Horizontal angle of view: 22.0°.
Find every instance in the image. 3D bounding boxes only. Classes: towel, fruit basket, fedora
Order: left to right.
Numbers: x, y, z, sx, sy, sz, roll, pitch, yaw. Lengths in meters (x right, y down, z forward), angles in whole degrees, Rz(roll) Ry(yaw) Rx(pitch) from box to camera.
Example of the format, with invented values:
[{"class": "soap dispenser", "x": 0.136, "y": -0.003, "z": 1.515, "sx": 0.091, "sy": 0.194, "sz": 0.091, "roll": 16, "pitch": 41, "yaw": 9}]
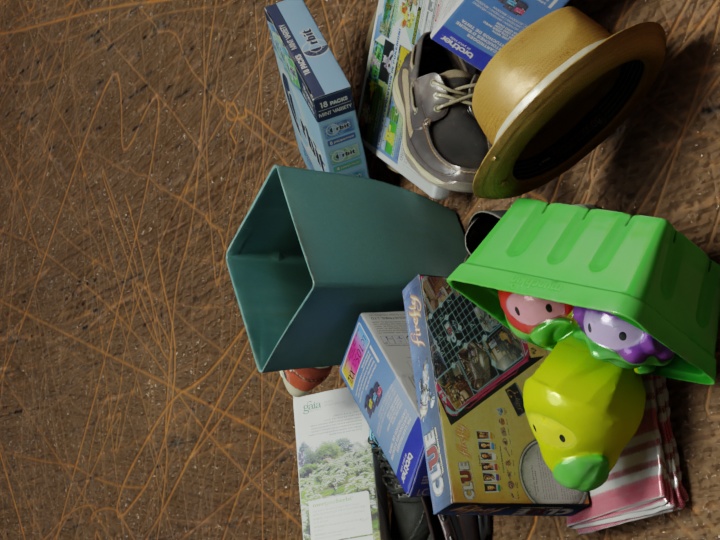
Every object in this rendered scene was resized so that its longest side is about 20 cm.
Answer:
[{"class": "fedora", "x": 0.152, "y": -0.144, "z": 1.477, "sx": 0.082, "sy": 0.200, "sz": 0.201, "roll": 52, "pitch": 138, "yaw": 18}, {"class": "fruit basket", "x": 0.172, "y": 0.062, "z": 1.451, "sx": 0.215, "sy": 0.155, "sz": 0.216, "roll": -25, "pitch": 48, "yaw": 32}, {"class": "towel", "x": 0.211, "y": 0.112, "z": 1.542, "sx": 0.146, "sy": 0.030, "sz": 0.201, "roll": -30, "pitch": 60, "yaw": 58}]

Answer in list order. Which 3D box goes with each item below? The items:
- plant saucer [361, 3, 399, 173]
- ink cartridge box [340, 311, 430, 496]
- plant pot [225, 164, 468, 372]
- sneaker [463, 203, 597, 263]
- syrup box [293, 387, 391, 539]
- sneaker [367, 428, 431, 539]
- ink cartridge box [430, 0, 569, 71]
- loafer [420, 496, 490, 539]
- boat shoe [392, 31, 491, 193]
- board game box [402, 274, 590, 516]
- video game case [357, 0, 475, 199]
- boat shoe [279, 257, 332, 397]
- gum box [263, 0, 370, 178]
[{"class": "plant saucer", "x": 0.058, "y": -0.195, "z": 1.837, "sx": 0.200, "sy": 0.029, "sz": 0.201, "roll": -5, "pitch": 84, "yaw": 61}, {"class": "ink cartridge box", "x": 0.083, "y": 0.125, "z": 1.646, "sx": 0.200, "sy": 0.136, "sz": 0.077, "roll": -122, "pitch": 39, "yaw": -46}, {"class": "plant pot", "x": 0.000, "y": 0.000, "z": 1.756, "sx": 0.141, "sy": 0.199, "sz": 0.142, "roll": -57, "pitch": 42, "yaw": 44}, {"class": "sneaker", "x": 0.119, "y": -0.019, "z": 1.632, "sx": 0.200, "sy": 0.106, "sz": 0.075, "roll": -29, "pitch": 63, "yaw": 58}, {"class": "syrup box", "x": -0.016, "y": 0.220, "z": 1.845, "sx": 0.082, "sy": 0.078, "sz": 0.201, "roll": 71, "pitch": -169, "yaw": -52}, {"class": "sneaker", "x": 0.040, "y": 0.180, "z": 1.800, "sx": 0.073, "sy": 0.082, "sz": 0.201, "roll": 17, "pitch": 105, "yaw": 58}, {"class": "ink cartridge box", "x": 0.137, "y": -0.260, "z": 1.582, "sx": 0.200, "sy": 0.076, "sz": 0.137, "roll": -43, "pitch": 19, "yaw": 53}, {"class": "loafer", "x": 0.086, "y": 0.283, "z": 1.728, "sx": 0.072, "sy": 0.063, "sz": 0.201, "roll": -22, "pitch": 69, "yaw": 60}, {"class": "boat shoe", "x": 0.072, "y": -0.142, "z": 1.621, "sx": 0.200, "sy": 0.074, "sz": 0.074, "roll": -113, "pitch": 26, "yaw": -49}, {"class": "board game box", "x": 0.113, "y": 0.105, "z": 1.556, "sx": 0.035, "sy": 0.135, "sz": 0.201, "roll": -42, "pitch": 49, "yaw": 54}, {"class": "video game case", "x": 0.056, "y": -0.193, "z": 1.788, "sx": 0.182, "sy": 0.022, "sz": 0.201, "roll": 41, "pitch": 126, "yaw": 55}, {"class": "boat shoe", "x": -0.051, "y": 0.033, "z": 1.843, "sx": 0.063, "sy": 0.071, "sz": 0.201, "roll": 118, "pitch": 160, "yaw": -45}, {"class": "gum box", "x": -0.037, "y": -0.153, "z": 1.898, "sx": 0.170, "sy": 0.044, "sz": 0.200, "roll": -116, "pitch": 9, "yaw": -46}]
